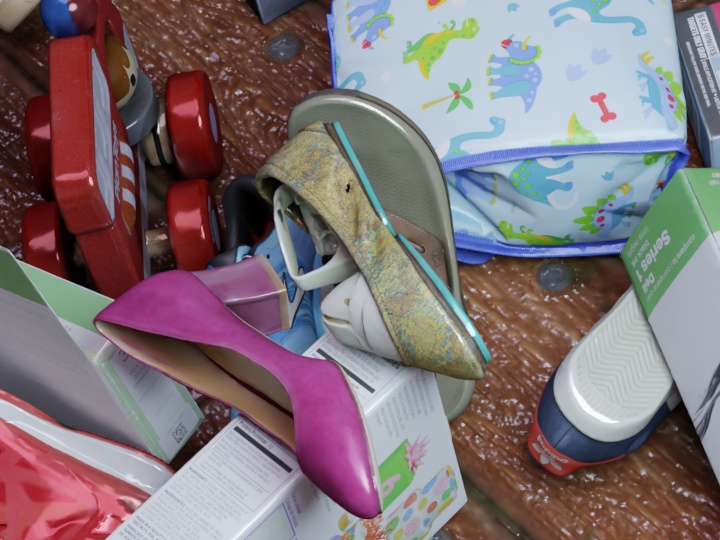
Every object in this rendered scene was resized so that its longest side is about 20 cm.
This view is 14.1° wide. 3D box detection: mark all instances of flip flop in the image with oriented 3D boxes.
[{"bbox_3d":[0.012,-0.004,1.602,0.081,0.201,0.058,-10,13,21],"label":"flip flop"}]

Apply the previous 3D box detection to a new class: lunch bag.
[{"bbox_3d":[0.082,-0.100,1.686,0.199,0.128,0.171,-2,55,-2],"label":"lunch bag"}]

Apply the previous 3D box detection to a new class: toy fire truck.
[{"bbox_3d":[-0.147,-0.078,1.686,0.112,0.168,0.201,-8,54,5],"label":"toy fire truck"}]

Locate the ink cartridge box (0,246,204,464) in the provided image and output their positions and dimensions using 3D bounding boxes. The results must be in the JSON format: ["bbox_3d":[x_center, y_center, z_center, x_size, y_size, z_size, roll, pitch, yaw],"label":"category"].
[{"bbox_3d":[-0.184,0.017,1.592,0.145,0.200,0.048,20,61,37],"label":"ink cartridge box"}]

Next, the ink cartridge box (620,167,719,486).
[{"bbox_3d":[0.244,0.047,1.536,0.146,0.084,0.201,-1,55,-29],"label":"ink cartridge box"}]

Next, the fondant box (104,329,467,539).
[{"bbox_3d":[-0.039,0.135,1.533,0.200,0.145,0.058,-42,57,-19],"label":"fondant box"}]

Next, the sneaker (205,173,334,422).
[{"bbox_3d":[-0.059,0.030,1.631,0.078,0.090,0.201,-29,42,30],"label":"sneaker"}]

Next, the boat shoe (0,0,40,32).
[{"bbox_3d":[-0.167,-0.226,1.864,0.200,0.071,0.065,-38,93,-16],"label":"boat shoe"}]

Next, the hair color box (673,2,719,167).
[{"bbox_3d":[0.289,-0.120,1.702,0.199,0.061,0.099,-13,54,0],"label":"hair color box"}]

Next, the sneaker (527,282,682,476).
[{"bbox_3d":[0.159,0.046,1.609,0.075,0.085,0.200,48,48,12],"label":"sneaker"}]

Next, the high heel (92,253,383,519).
[{"bbox_3d":[-0.059,0.068,1.452,0.096,0.068,0.200,-18,37,-14],"label":"high heel"}]

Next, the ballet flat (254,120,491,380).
[{"bbox_3d":[0.000,0.000,1.500,0.070,0.071,0.200,-26,47,-8],"label":"ballet flat"}]

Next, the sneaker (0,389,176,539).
[{"bbox_3d":[-0.204,0.134,1.606,0.199,0.078,0.116,14,58,20],"label":"sneaker"}]

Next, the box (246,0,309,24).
[{"bbox_3d":[-0.045,-0.272,1.784,0.132,0.200,0.115,-28,57,-10],"label":"box"}]
